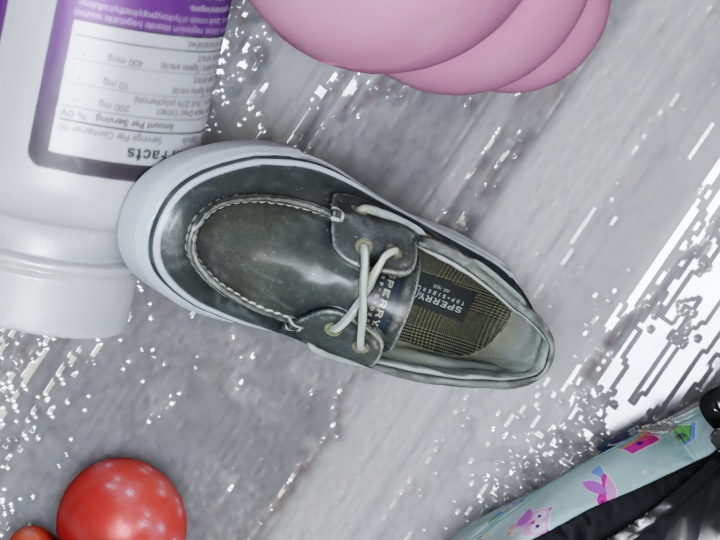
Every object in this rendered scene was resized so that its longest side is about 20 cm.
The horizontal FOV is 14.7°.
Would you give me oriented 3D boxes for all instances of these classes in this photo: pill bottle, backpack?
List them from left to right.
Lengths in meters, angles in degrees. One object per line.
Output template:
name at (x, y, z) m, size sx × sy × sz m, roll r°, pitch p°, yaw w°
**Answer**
pill bottle at (-0.111, -0.081, 1.081) m, size 0.111 × 0.111 × 0.201 m, roll 11°, pitch 101°, yaw -8°
backpack at (0.113, 0.148, 1.144) m, size 0.199 × 0.127 × 0.168 m, roll -24°, pitch 91°, yaw 1°

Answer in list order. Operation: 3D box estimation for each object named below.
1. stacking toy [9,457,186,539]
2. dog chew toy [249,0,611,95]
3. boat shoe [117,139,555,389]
stacking toy at (-0.152, 0.154, 1.151) m, size 0.200 × 0.085 × 0.085 m, roll -42°, pitch 102°, yaw -3°
dog chew toy at (0.033, -0.123, 1.058) m, size 0.124 × 0.200 × 0.125 m, roll -7°, pitch 74°, yaw 28°
boat shoe at (0.000, 0.000, 1.086) m, size 0.199 × 0.071 × 0.072 m, roll 13°, pitch 103°, yaw -39°
